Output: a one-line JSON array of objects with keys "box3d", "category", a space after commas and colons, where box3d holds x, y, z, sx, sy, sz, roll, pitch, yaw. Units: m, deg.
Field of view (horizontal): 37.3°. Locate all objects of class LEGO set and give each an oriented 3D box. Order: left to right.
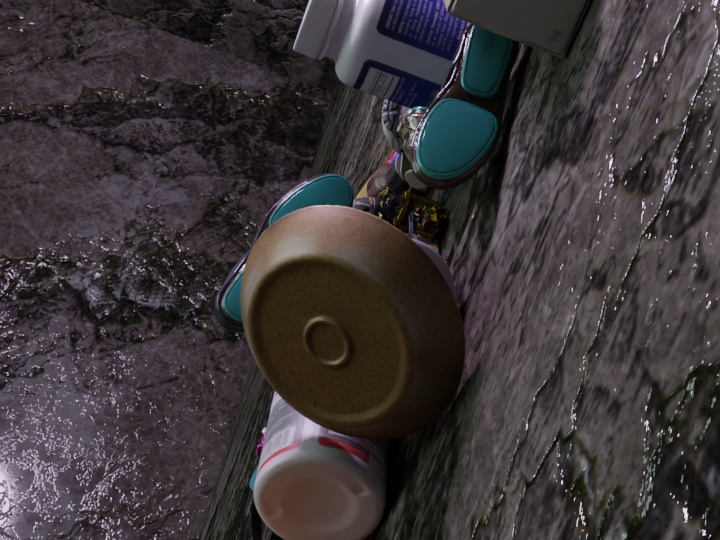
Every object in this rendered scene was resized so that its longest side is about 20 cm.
[{"box3d": [0.000, 0.000, 1.113, 0.154, 0.116, 0.200, -82, 14, -55], "category": "LEGO set"}]

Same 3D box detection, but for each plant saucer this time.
[{"box3d": [-0.018, 0.049, 0.827, 0.035, 0.200, 0.200, -36, -25, -54], "category": "plant saucer"}]

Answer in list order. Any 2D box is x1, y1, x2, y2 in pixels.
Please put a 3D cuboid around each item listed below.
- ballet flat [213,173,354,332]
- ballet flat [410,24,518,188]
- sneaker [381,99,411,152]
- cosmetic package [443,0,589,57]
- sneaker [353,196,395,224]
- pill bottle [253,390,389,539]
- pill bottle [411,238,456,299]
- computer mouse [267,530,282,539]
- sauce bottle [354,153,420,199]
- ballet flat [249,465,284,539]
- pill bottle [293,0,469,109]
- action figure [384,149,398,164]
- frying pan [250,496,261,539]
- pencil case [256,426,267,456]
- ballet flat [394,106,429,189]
[{"box3d": [-0.081, -0.017, 1.075, 0.200, 0.073, 0.073, -53, 0, -24], "category": "ballet flat"}, {"box3d": [0.096, -0.139, 0.956, 0.068, 0.068, 0.200, 106, -171, -61], "category": "ballet flat"}, {"box3d": [0.079, -0.226, 1.247, 0.200, 0.077, 0.080, -61, -15, -15], "category": "sneaker"}, {"box3d": [0.125, -0.250, 0.901, 0.200, 0.105, 0.071, -92, 22, -65], "category": "cosmetic package"}, {"box3d": [0.010, 0.001, 1.237, 0.080, 0.086, 0.200, -104, 10, -48], "category": "sneaker"}, {"box3d": [-0.028, 0.144, 0.982, 0.200, 0.114, 0.114, -82, 13, -57], "category": "pill bottle"}, {"box3d": [-0.018, 0.021, 0.946, 0.200, 0.112, 0.112, 9, 79, 55], "category": "pill bottle"}, {"box3d": [-0.078, 0.304, 1.242, 0.140, 0.046, 0.200, -52, -17, -75], "category": "computer mouse"}, {"box3d": [0.034, -0.092, 1.298, 0.200, 0.065, 0.065, 129, 158, -71], "category": "sauce bottle"}, {"box3d": [-0.053, 0.236, 1.067, 0.068, 0.068, 0.200, -52, 18, -6], "category": "ballet flat"}, {"box3d": [0.037, -0.241, 1.128, 0.120, 0.200, 0.120, -161, 90, -82], "category": "pill bottle"}, {"box3d": [0.062, -0.182, 1.399, 0.065, 0.052, 0.200, -112, 39, -73], "category": "action figure"}, {"box3d": [-0.107, 0.341, 1.110, 0.115, 0.031, 0.190, -98, 0, -52], "category": "frying pan"}, {"box3d": [-0.067, 0.154, 1.340, 0.088, 0.088, 0.200, 117, 171, -46], "category": "pencil case"}, {"box3d": [0.063, -0.120, 1.093, 0.200, 0.068, 0.075, -34, -45, -85], "category": "ballet flat"}]
